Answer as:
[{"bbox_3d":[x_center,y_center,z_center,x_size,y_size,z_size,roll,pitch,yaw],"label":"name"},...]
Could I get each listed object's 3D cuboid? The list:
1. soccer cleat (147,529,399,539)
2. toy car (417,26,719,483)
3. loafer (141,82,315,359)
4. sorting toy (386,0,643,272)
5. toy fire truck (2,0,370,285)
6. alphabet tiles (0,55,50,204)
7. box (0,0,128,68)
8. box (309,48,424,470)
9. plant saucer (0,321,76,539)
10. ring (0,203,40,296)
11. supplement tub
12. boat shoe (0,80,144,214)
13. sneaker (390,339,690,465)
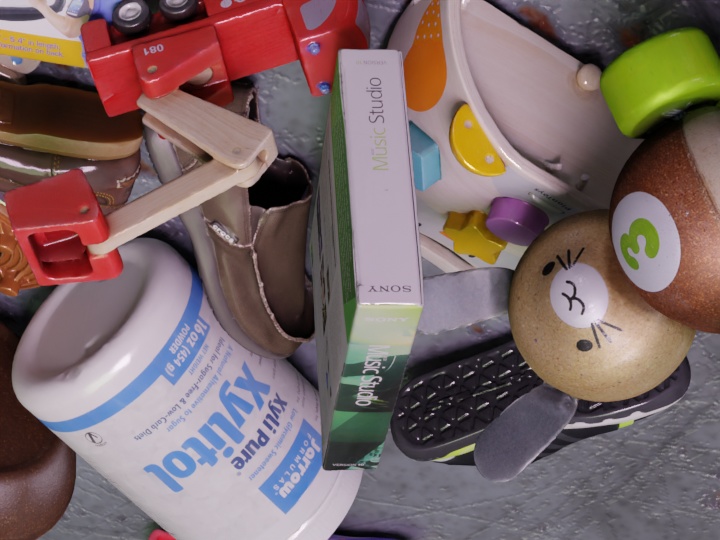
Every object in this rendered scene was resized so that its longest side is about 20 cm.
[{"bbox_3d":[-0.056,0.208,1.315,0.200,0.068,0.073,-7,128,20],"label":"soccer cleat"},{"bbox_3d":[0.118,0.011,0.891,0.200,0.164,0.158,-29,164,18],"label":"toy car"},{"bbox_3d":[-0.060,-0.027,1.079,0.071,0.073,0.200,-9,132,18],"label":"loafer"},{"bbox_3d":[0.074,-0.046,1.040,0.200,0.107,0.180,29,151,-17],"label":"sorting toy"},{"bbox_3d":[-0.084,-0.080,0.950,0.200,0.141,0.049,-17,142,-1],"label":"toy fire truck"},{"bbox_3d":[-0.263,-0.106,1.080,0.200,0.015,0.196,27,132,-17],"label":"alphabet tiles"},{"bbox_3d":[-0.172,-0.197,0.953,0.119,0.042,0.200,9,135,-2],"label":"box"},{"bbox_3d":[0.000,0.000,0.966,0.036,0.144,0.200,-1,153,-6],"label":"box"},{"bbox_3d":[-0.250,0.077,1.130,0.200,0.200,0.037,31,121,-19],"label":"plant saucer"},{"bbox_3d":[-0.274,-0.027,1.097,0.200,0.019,0.200,15,160,5],"label":"ring"},{"bbox_3d":[-0.105,0.087,1.159,0.132,0.132,0.200,-25,125,30],"label":"supplement tub"},{"bbox_3d":[-0.222,-0.074,1.044,0.200,0.070,0.070,16,128,-7],"label":"boat shoe"},{"bbox_3d":[0.114,0.080,1.173,0.200,0.072,0.083,-13,154,23],"label":"sneaker"}]
